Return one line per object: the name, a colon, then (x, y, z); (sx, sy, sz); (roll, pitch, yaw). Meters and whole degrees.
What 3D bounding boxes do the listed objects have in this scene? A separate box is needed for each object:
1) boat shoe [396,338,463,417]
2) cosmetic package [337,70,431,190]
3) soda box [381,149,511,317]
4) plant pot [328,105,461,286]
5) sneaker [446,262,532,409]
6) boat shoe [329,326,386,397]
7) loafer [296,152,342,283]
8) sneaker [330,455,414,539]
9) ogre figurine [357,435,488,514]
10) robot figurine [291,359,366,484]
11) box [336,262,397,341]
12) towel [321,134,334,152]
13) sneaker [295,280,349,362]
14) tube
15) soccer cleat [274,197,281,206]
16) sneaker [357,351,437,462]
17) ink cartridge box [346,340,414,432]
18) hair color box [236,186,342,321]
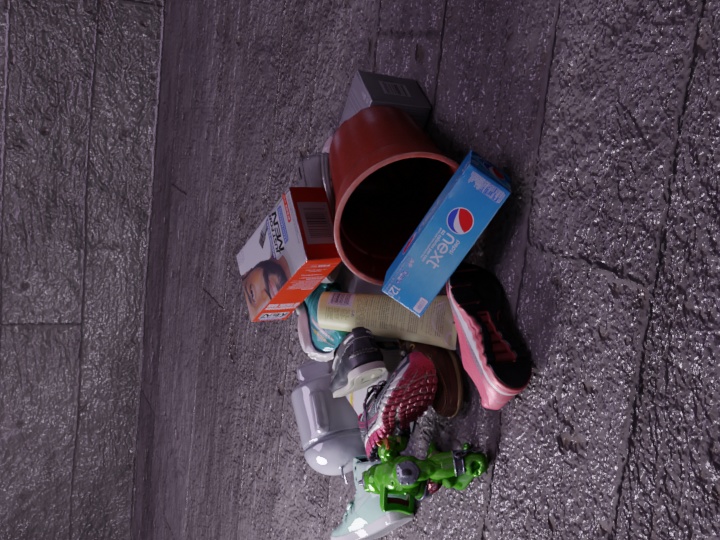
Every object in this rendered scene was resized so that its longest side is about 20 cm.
boat shoe: (0.085, 0.119, 1.241); (0.073, 0.066, 0.202); (116, 146, -41)
cosmetic package: (0.021, -0.189, 1.356); (0.202, 0.105, 0.091); (-66, 34, 37)
soda box: (0.107, -0.046, 1.114); (0.201, 0.064, 0.068); (-55, 6, 22)
plant pot: (0.042, -0.117, 1.224); (0.197, 0.196, 0.204); (-111, 32, -53)
sneaker: (0.143, 0.082, 1.112); (0.088, 0.072, 0.203); (113, 149, -47)
boat shoe: (-0.009, 0.133, 1.252); (0.200, 0.071, 0.069); (116, 133, -68)
loafer: (-0.064, -0.076, 1.310); (0.068, 0.070, 0.204); (-11, 65, 20)
sneaker: (0.007, 0.357, 1.393); (0.200, 0.073, 0.120); (-42, 57, 46)
ogre figurine: (0.077, 0.272, 1.192); (0.199, 0.117, 0.101); (-175, 86, -64)
robot figurine: (-0.049, 0.248, 1.469); (0.170, 0.111, 0.204); (45, -153, -65)
box: (0.000, 0.000, 1.389); (0.200, 0.104, 0.155); (-133, 50, -57)
towel: (-0.068, -0.116, 1.561); (0.201, 0.032, 0.194); (-99, 25, -60)
sneaker: (-0.056, 0.035, 1.325); (0.079, 0.077, 0.203); (-39, 57, 36)
tube: (0.039, 0.064, 1.221); (0.052, 0.195, 0.059); (-51, -39, -65)
soccer cleat: (-0.106, -0.023, 1.441); (0.081, 0.066, 0.204); (99, 164, -63)
sneaker: (0.039, 0.178, 1.207); (0.075, 0.079, 0.202); (62, 143, 34)
ink cartridge box: (0.022, 0.157, 1.380); (0.200, 0.066, 0.119); (-134, 50, -57)
hair color box: (-0.105, -0.019, 1.258); (0.200, 0.063, 0.113); (-46, 54, 51)
